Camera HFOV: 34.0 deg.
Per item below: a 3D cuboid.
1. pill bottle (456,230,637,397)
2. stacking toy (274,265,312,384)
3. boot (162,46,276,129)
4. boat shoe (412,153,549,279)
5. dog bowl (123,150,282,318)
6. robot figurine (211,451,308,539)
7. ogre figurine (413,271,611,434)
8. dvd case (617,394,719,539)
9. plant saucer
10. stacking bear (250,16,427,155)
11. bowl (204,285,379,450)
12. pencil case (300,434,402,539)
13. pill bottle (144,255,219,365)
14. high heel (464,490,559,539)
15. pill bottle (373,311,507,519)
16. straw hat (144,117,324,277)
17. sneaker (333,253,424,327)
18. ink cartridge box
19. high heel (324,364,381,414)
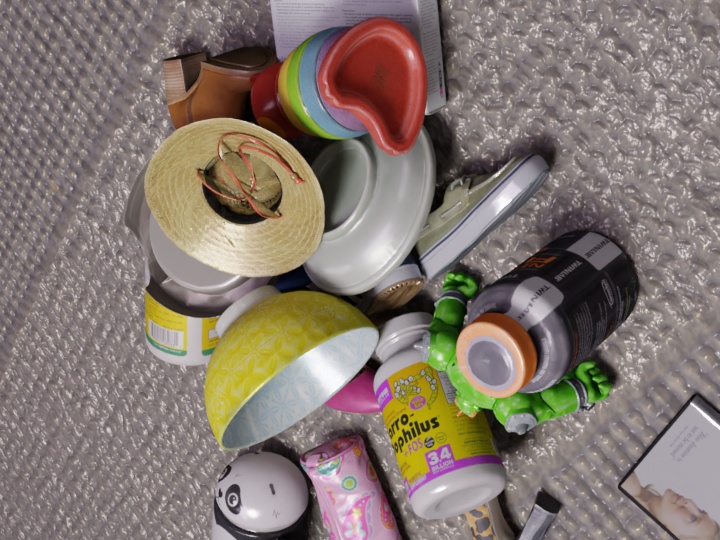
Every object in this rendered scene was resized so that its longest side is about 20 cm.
[{"bbox_3d":[0.167,0.044,1.080,0.105,0.199,0.108,17,120,32],"label":"pill bottle"},{"bbox_3d":[-0.081,0.039,1.334,0.085,0.085,0.203,-16,86,42],"label":"stacking toy"},{"bbox_3d":[-0.144,-0.167,1.327,0.199,0.073,0.157,11,118,52],"label":"boot"},{"bbox_3d":[0.107,-0.061,1.170,0.062,0.072,0.200,53,135,7],"label":"boat shoe"},{"bbox_3d":[-0.158,-0.048,1.282,0.197,0.059,0.203,-2,85,18],"label":"dog bowl"},{"bbox_3d":[-0.132,0.329,1.508,0.149,0.125,0.202,18,122,17],"label":"robot figurine"},{"bbox_3d":[0.137,0.086,1.174,0.201,0.119,0.098,50,144,7],"label":"ogre figurine"},{"bbox_3d":[0.359,0.233,1.133,0.200,0.017,0.143,42,130,17],"label":"dvd case"},{"bbox_3d":[-0.010,-0.077,1.199,0.199,0.050,0.203,-23,57,40],"label":"plant saucer"},{"bbox_3d":[-0.037,-0.176,1.157,0.121,0.115,0.199,37,157,-31],"label":"stacking bear"},{"bbox_3d":[-0.090,0.082,1.218,0.108,0.199,0.201,52,133,18],"label":"bowl"},{"bbox_3d":[-0.004,0.301,1.419,0.087,0.087,0.202,-12,101,42],"label":"pencil case"},{"bbox_3d":[-0.206,0.003,1.428,0.112,0.112,0.202,23,123,30],"label":"pill bottle"},{"bbox_3d":[0.109,0.266,1.315,0.199,0.071,0.144,31,121,13],"label":"high heel"},{"bbox_3d":[0.075,0.148,1.236,0.104,0.103,0.202,-48,51,42],"label":"pill bottle"},{"bbox_3d":[-0.113,-0.095,1.189,0.198,0.086,0.203,8,134,9],"label":"straw hat"},{"bbox_3d":[0.000,0.000,1.290,0.200,0.069,0.110,-43,63,58],"label":"sneaker"},{"bbox_3d":[-0.009,-0.264,1.191,0.195,0.043,0.203,11,116,37],"label":"ink cartridge box"},{"bbox_3d":[-0.037,0.095,1.365,0.199,0.067,0.097,26,136,44],"label":"high heel"}]
